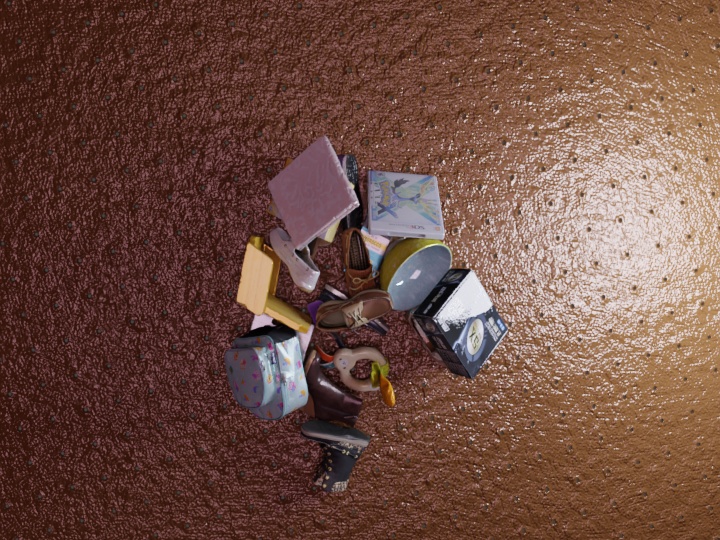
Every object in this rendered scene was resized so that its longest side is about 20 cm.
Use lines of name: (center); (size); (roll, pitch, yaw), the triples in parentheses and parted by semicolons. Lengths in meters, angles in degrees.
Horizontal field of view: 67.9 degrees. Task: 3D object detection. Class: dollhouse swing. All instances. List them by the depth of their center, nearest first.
dollhouse swing: (-0.184, 0.030, 1.260); (0.170, 0.200, 0.189); (12, 93, -2)

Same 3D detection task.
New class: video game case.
video game case: (0.105, -0.161, 1.284); (0.175, 0.022, 0.205); (4, 50, -5)

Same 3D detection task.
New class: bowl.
bowl: (0.116, -0.013, 1.306); (0.199, 0.201, 0.108); (-42, 53, 0)

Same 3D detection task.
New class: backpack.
backpack: (-0.214, 0.244, 1.239); (0.172, 0.152, 0.206); (-12, 100, 41)

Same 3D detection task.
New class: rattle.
rattle: (-0.023, 0.261, 1.304); (0.195, 0.146, 0.131); (23, 130, -18)

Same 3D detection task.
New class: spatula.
spatula: (-0.066, 0.163, 1.345); (0.055, 0.021, 0.203); (-20, 112, 28)

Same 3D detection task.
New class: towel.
towel: (-0.112, -0.178, 1.239); (0.189, 0.032, 0.204); (-35, 65, 18)

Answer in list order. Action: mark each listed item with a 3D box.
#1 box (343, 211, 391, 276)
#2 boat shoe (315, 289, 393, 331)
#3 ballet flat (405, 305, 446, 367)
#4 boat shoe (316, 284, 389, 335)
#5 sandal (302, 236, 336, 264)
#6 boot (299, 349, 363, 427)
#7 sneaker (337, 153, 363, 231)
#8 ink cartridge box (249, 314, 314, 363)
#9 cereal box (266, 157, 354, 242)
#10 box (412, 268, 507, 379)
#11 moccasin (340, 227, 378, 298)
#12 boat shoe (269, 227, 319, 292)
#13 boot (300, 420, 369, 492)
box: (0.032, -0.076, 1.340); (0.080, 0.049, 0.205); (23, 92, -4)
boat shoe: (-0.017, 0.104, 1.246); (0.194, 0.074, 0.077); (-16, 113, 20)
ballet flat: (0.183, 0.176, 1.352); (0.068, 0.067, 0.200); (-43, 94, 4)
boat shoe: (-0.019, 0.111, 1.336); (0.197, 0.075, 0.063); (33, 90, -3)
sandal: (-0.095, -0.082, 1.337); (0.068, 0.077, 0.217); (16, 102, -36)
boot: (-0.069, 0.292, 1.317); (0.161, 0.073, 0.205); (15, 124, 3)
sneaker: (-0.048, -0.182, 1.332); (0.085, 0.075, 0.208); (1, 102, 27)
ink cartridge box: (-0.219, 0.212, 1.355); (0.157, 0.050, 0.207); (18, 84, -3)
cereal box: (-0.123, -0.171, 1.284); (0.196, 0.039, 0.148); (24, 92, 30)
box: (0.244, 0.126, 1.292); (0.164, 0.085, 0.202); (-44, 112, -22)
moccasin: (0.002, 0.000, 1.276); (0.071, 0.078, 0.209); (-7, 95, -13)
boat shoe: (-0.152, -0.042, 1.284); (0.070, 0.070, 0.201); (-51, 58, 23)
boot: (-0.082, 0.464, 1.334); (0.196, 0.073, 0.155); (20, 96, -34)
